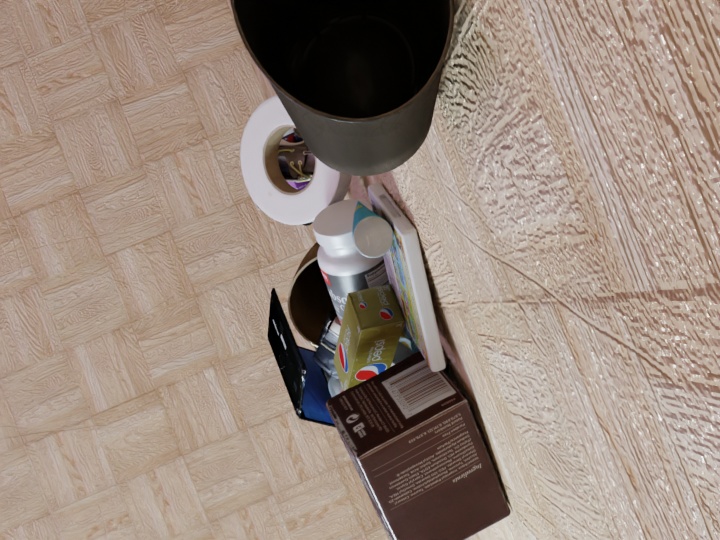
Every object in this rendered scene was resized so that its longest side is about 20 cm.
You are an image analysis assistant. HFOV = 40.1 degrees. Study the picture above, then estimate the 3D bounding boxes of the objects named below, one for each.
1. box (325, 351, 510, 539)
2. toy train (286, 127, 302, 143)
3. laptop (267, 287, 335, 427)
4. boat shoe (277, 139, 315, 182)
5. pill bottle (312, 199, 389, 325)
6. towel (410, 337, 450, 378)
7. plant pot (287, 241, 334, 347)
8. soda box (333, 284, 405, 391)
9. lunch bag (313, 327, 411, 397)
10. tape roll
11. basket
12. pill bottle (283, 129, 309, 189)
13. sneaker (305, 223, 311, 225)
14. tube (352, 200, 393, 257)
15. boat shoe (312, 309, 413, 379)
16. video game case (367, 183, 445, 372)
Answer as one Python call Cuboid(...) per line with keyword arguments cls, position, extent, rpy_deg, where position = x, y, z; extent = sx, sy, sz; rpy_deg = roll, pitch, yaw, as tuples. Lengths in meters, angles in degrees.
Cuboid(cls="box", position=(0.077, 0.254, 1.344), extent=(0.202, 0.163, 0.166), rpy_deg=(67, 172, -24))
Cuboid(cls="toy train", position=(-0.086, -0.250, 1.660), extent=(0.201, 0.084, 0.117), rpy_deg=(74, -174, -57))
Cuboid(cls="laptop", position=(-0.085, 0.151, 1.653), extent=(0.201, 0.102, 0.178), rpy_deg=(100, 152, -46))
Cuboid(cls="boat shoe", position=(-0.099, -0.173, 1.585), extent=(0.198, 0.060, 0.072), rpy_deg=(8, 140, 39))
Cuboid(cls="pill bottle", position=(0.000, 0.000, 1.497), extent=(0.116, 0.115, 0.202), rpy_deg=(-118, 7, -56))
Cuboid(cls="towel", position=(0.102, 0.124, 1.476), extent=(0.201, 0.021, 0.148), rpy_deg=(75, 171, -60))
Cuboid(cls="plant pot", position=(-0.030, 0.009, 1.689), extent=(0.201, 0.184, 0.188), rpy_deg=(-95, -14, -64))
Cuboid(cls="soda box", position=(0.009, 0.104, 1.428), extent=(0.201, 0.067, 0.065), rpy_deg=(102, 152, -55))
Cuboid(cls="lunch bag", position=(0.027, 0.175, 1.685), extent=(0.201, 0.168, 0.128), rpy_deg=(-114, -1, -51))
Cuboid(cls="tape roll", position=(-0.101, -0.171, 1.521), extent=(0.037, 0.202, 0.205), rpy_deg=(-17, -96, -53))
Cuboid(cls="basket", position=(-0.004, -0.151, 0.698), extent=(0.200, 0.135, 0.182), rpy_deg=(69, -178, -75))
Cuboid(cls="pill bottle", position=(-0.108, -0.212, 1.845), extent=(0.112, 0.111, 0.202), rpy_deg=(-148, 37, -83))
Cuboid(cls="sneaker", position=(-0.214, -0.246, 3.376), extent=(0.114, 0.076, 0.201), rpy_deg=(-158, 43, -82))
Cuboid(cls="tube", position=(0.010, -0.051, 1.302), extent=(0.200, 0.050, 0.079), rpy_deg=(-122, 28, -84))
Cuboid(cls="boat shoe", position=(0.016, 0.151, 1.599), extent=(0.199, 0.093, 0.075), rpy_deg=(34, -152, 6))
Cuboid(cls="video game case", position=(0.060, 0.006, 1.294), extent=(0.182, 0.023, 0.202), rpy_deg=(-119, 14, -64))
